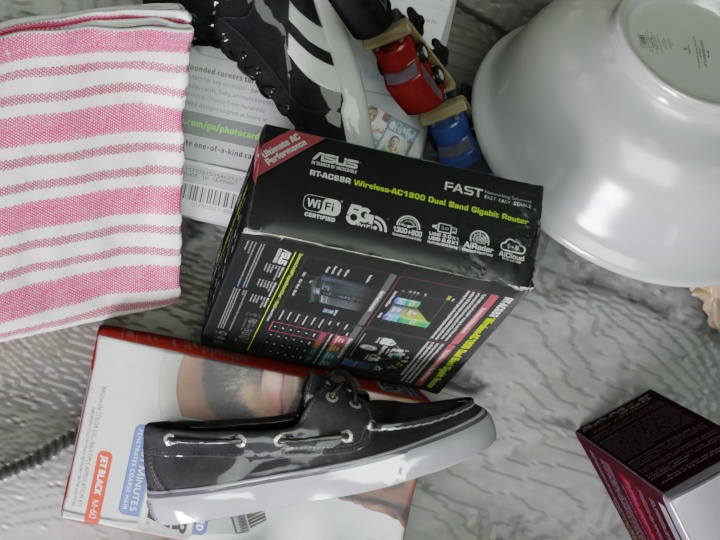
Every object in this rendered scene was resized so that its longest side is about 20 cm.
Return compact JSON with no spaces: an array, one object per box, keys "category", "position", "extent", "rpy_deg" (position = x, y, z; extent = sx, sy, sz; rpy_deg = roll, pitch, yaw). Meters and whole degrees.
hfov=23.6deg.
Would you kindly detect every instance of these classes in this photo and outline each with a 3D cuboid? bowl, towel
[{"category":"bowl","position":[0.170,-0.097,0.960],"extent":[0.200,0.090,0.202],"rpy_deg":[11,49,-14]},{"category":"towel","position":[-0.161,-0.046,0.931],"extent":[0.146,0.030,0.200],"rpy_deg":[-12,129,-25]}]

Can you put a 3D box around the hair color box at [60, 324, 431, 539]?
[{"category":"hair color box","position":[-0.068,0.107,1.022],"extent":[0.199,0.064,0.111],"rpy_deg":[11,93,-9]}]

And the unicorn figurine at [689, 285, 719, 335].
[{"category":"unicorn figurine","position":[0.295,-0.017,1.054],"extent":[0.200,0.074,0.138],"rpy_deg":[-27,99,13]}]

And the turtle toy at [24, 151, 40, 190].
[{"category":"turtle toy","position":[-0.230,-0.085,0.965],"extent":[0.199,0.101,0.146],"rpy_deg":[15,117,-10]}]

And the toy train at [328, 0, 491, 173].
[{"category":"toy train","position":[0.030,-0.112,0.953],"extent":[0.034,0.046,0.200],"rpy_deg":[-20,137,21]}]

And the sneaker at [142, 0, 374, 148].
[{"category":"sneaker","position":[-0.062,-0.120,0.961],"extent":[0.112,0.073,0.201],"rpy_deg":[-15,89,-2]}]

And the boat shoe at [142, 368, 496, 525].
[{"category":"boat shoe","position":[-0.026,0.089,0.964],"extent":[0.199,0.070,0.066],"rpy_deg":[-11,96,1]}]

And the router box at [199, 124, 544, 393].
[{"category":"router box","position":[0.000,0.000,0.946],"extent":[0.149,0.200,0.062],"rpy_deg":[13,69,-8]}]

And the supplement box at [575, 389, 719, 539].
[{"category":"supplement box","position":[0.193,0.141,0.985],"extent":[0.061,0.200,0.109],"rpy_deg":[-28,98,-4]}]

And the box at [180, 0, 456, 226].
[{"category":"box","position":[-0.031,-0.118,1.015],"extent":[0.155,0.041,0.201],"rpy_deg":[11,95,-8]}]
